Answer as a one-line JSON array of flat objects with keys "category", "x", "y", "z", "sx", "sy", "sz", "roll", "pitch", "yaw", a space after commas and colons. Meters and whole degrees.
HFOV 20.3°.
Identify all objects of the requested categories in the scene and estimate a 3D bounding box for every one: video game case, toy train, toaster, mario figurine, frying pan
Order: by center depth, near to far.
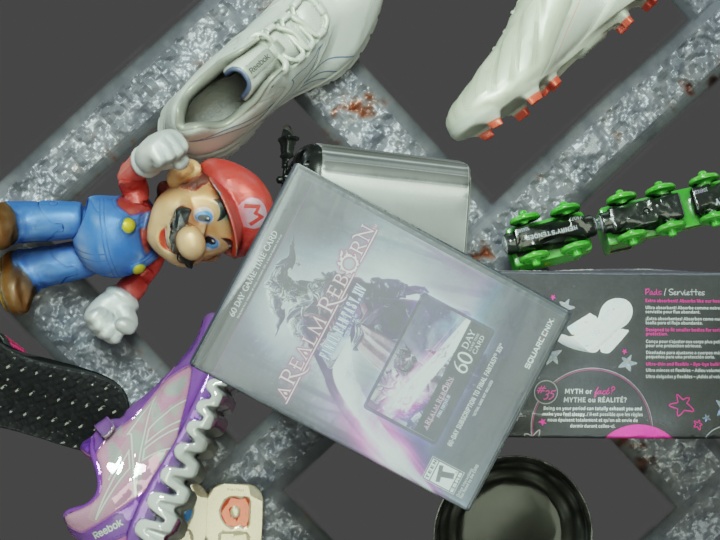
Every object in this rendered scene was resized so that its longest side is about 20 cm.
[{"category": "video game case", "x": 0.014, "y": 0.042, "z": 1.260, "sx": 0.200, "sy": 0.019, "sz": 0.143, "roll": 28, "pitch": 88, "yaw": -8}, {"category": "toaster", "x": 0.000, "y": 0.000, "z": 1.357, "sx": 0.118, "sy": 0.181, "sz": 0.201, "roll": 4, "pitch": 90, "yaw": -7}, {"category": "mario figurine", "x": -0.157, "y": -0.022, "z": 1.373, "sx": 0.199, "sy": 0.124, "sz": 0.106, "roll": -12, "pitch": 65, "yaw": 3}, {"category": "toy train", "x": 0.197, "y": -0.035, "z": 1.430, "sx": 0.199, "sy": 0.056, "sz": 0.042, "roll": -12, "pitch": 75, "yaw": -4}, {"category": "frying pan", "x": 0.120, "y": 0.224, "z": 1.434, "sx": 0.115, "sy": 0.031, "sz": 0.190, "roll": -20, "pitch": 94, "yaw": -4}]

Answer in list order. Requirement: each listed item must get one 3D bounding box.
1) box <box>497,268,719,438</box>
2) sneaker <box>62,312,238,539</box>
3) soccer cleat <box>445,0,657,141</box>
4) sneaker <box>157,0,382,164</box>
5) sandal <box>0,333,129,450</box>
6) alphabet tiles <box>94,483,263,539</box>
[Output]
[{"category": "box", "x": 0.156, "y": 0.057, "z": 1.388, "sx": 0.199, "sy": 0.132, "sz": 0.115, "roll": 1, "pitch": 87, "yaw": -5}, {"category": "sneaker", "x": -0.144, "y": 0.116, "z": 1.389, "sx": 0.088, "sy": 0.081, "sz": 0.201, "roll": 21, "pitch": 78, "yaw": 8}, {"category": "soccer cleat", "x": 0.127, "y": -0.169, "z": 1.426, "sx": 0.200, "sy": 0.069, "sz": 0.078, "roll": -41, "pitch": 87, "yaw": -11}, {"category": "sneaker", "x": -0.057, "y": -0.147, "z": 1.399, "sx": 0.200, "sy": 0.087, "sz": 0.075, "roll": -45, "pitch": 91, "yaw": -4}, {"category": "sandal", "x": -0.258, "y": 0.076, "z": 1.398, "sx": 0.200, "sy": 0.045, "sz": 0.075, "roll": 23, "pitch": 91, "yaw": -25}, {"category": "alphabet tiles", "x": -0.133, "y": 0.247, "z": 1.424, "sx": 0.199, "sy": 0.015, "sz": 0.196, "roll": 2, "pitch": 89, "yaw": -4}]
